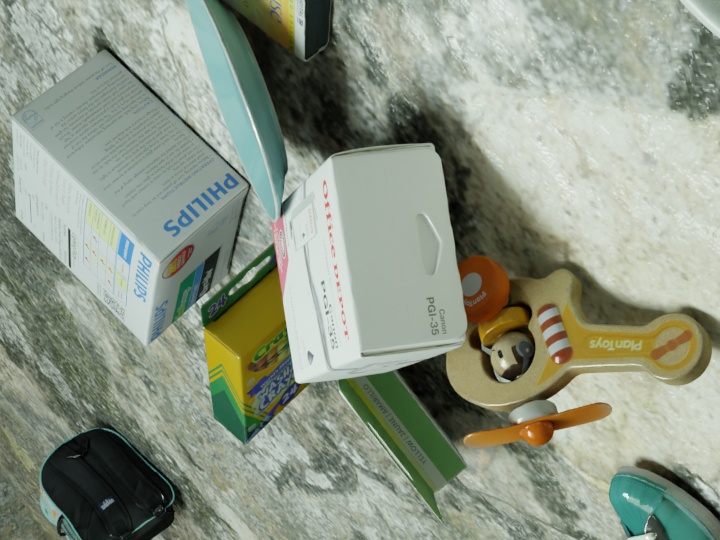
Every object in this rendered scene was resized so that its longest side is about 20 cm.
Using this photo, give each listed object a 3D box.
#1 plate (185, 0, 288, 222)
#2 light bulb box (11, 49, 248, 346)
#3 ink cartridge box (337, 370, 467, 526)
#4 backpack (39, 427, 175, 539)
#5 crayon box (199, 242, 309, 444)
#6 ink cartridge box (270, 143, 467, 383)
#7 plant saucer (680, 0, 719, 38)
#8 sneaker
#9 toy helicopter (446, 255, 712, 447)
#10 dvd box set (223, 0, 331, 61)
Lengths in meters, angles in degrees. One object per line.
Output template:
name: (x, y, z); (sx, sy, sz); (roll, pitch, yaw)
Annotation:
plate: (-0.091, -0.135, 1.057); (0.200, 0.025, 0.202); (159, 90, -83)
light bulb box: (-0.228, -0.066, 1.333); (0.200, 0.125, 0.199); (43, 153, 9)
ink cartridge box: (0.035, 0.130, 1.191); (0.146, 0.048, 0.200); (52, 178, -6)
backpack: (-0.407, 0.359, 2.150); (0.200, 0.175, 0.154); (45, 151, 16)
crayon box: (-0.085, 0.065, 1.287); (0.051, 0.126, 0.201); (37, 152, 21)
ink cartridge box: (0.000, 0.000, 1.022); (0.200, 0.082, 0.148); (147, 115, -72)
plant saucer: (0.204, -0.174, 0.589); (0.200, 0.050, 0.201); (37, 153, 23)
sneaker: (0.253, 0.244, 1.052); (0.200, 0.080, 0.071); (49, 155, 0)
toy helicopter: (0.144, 0.063, 0.942); (0.199, 0.133, 0.079); (-2, 157, 38)
dvd box set: (-0.100, -0.256, 0.977); (0.200, 0.029, 0.147); (40, 153, 19)
